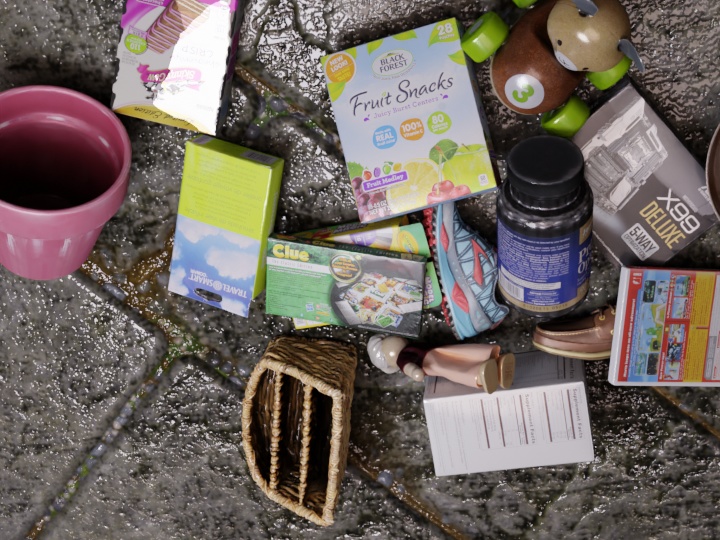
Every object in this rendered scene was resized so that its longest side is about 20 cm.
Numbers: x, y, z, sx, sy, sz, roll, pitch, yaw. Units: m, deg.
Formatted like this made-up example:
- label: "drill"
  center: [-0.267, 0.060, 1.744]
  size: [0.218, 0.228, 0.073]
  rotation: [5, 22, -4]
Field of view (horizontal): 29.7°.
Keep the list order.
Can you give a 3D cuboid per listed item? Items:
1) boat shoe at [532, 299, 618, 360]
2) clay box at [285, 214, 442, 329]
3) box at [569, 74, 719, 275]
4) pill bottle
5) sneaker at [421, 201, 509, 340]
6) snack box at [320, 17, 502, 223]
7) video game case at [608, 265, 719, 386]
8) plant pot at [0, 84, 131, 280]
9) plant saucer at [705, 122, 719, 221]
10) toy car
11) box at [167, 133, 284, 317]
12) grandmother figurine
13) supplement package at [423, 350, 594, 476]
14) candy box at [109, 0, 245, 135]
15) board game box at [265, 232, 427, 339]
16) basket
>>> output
- label: "boat shoe"
  center: [0.311, 0.068, 1.673]
  size: [0.198, 0.072, 0.068]
  rotation: [-2, 107, 1]
- label: "clay box"
  center: [0.000, 0.000, 1.684]
  size: [0.198, 0.048, 0.116]
  rotation: [-9, 111, 19]
- label: "box"
  center: [0.320, -0.105, 1.609]
  size: [0.157, 0.050, 0.200]
  rotation: [-39, 102, 20]
- label: "pill bottle"
  center: [0.211, -0.051, 1.558]
  size: [0.111, 0.112, 0.201]
  rotation: [1, 135, 7]
- label: "sneaker"
  center: [0.133, -0.019, 1.668]
  size: [0.095, 0.079, 0.201]
  rotation: [-17, 114, -4]
- label: "snack box"
  center: [0.060, -0.172, 1.577]
  size: [0.167, 0.068, 0.202]
  rotation: [-15, 88, 13]
- label: "video game case"
  center: [0.400, 0.069, 1.636]
  size: [0.198, 0.017, 0.144]
  rotation: [2, 101, -15]
- label: "plant pot"
  center: [-0.381, -0.091, 1.630]
  size: [0.199, 0.201, 0.180]
  rotation: [19, 141, -1]
- label: "plant saucer"
  center: [0.487, -0.120, 1.564]
  size: [0.198, 0.032, 0.202]
  rotation: [-2, 100, -9]
- label: "toy car"
  center: [0.231, -0.243, 1.467]
  size: [0.164, 0.200, 0.158]
  rotation: [42, 83, -15]
- label: "box"
  center: [-0.168, -0.055, 1.683]
  size: [0.121, 0.048, 0.201]
  rotation: [18, 115, 16]
- label: "grandmother figurine"
  center: [0.094, 0.110, 1.687]
  size: [0.199, 0.121, 0.061]
  rotation: [9, 94, 38]
- label: "supplement package"
  center: [0.188, 0.177, 1.707]
  size: [0.198, 0.114, 0.110]
  rotation: [-7, 110, 11]
- label: "candy box"
  center: [-0.214, -0.274, 1.607]
  size: [0.135, 0.061, 0.201]
  rotation: [12, 114, 2]
- label: "board game box"
  center: [-0.019, 0.018, 1.658]
  size: [0.198, 0.023, 0.106]
  rotation: [10, 118, 11]
- label: "basket"
  center: [-0.086, 0.200, 1.735]
  size: [0.141, 0.149, 0.202]
  rotation: [8, 114, 4]
